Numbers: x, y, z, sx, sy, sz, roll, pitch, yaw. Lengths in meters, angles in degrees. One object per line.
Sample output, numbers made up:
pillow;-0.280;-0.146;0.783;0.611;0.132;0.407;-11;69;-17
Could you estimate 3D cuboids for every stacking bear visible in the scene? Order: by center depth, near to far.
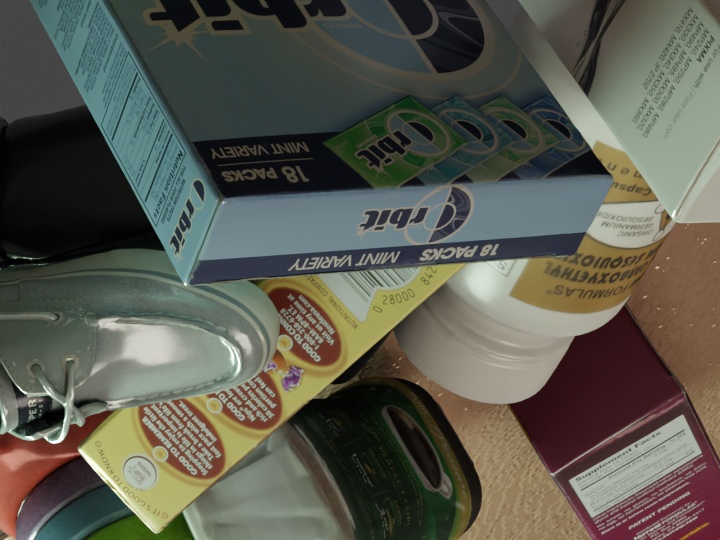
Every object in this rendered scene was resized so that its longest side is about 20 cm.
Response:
stacking bear;-0.104;0.170;1.197;0.121;0.200;0.114;-19;144;-16

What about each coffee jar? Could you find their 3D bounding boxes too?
coffee jar;-0.010;0.112;1.224;0.085;0.104;0.200;-34;170;19

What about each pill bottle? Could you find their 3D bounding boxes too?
pill bottle;0.091;-0.034;1.160;0.114;0.115;0.200;-4;138;-33

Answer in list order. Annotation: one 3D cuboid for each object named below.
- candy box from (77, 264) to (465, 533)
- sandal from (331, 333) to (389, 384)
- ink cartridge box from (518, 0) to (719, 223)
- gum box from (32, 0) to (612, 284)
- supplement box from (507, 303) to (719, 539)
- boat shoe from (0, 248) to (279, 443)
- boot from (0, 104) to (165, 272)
candy box;-0.022;0.017;1.036;0.200;0.056;0.117;-43;-178;23
sandal;0.000;0.001;1.143;0.043;0.076;0.200;-46;168;-36
ink cartridge box;0.155;-0.116;1.025;0.144;0.200;0.084;-2;137;-35
gum box;-0.025;-0.084;0.920;0.169;0.200;0.045;-4;137;-32
supplement box;0.144;0.093;1.364;0.086;0.111;0.200;-31;145;3
boat shoe;-0.133;0.039;0.959;0.200;0.072;0.070;0;129;6
boot;-0.131;-0.044;0.964;0.162;0.074;0.198;-7;157;19
